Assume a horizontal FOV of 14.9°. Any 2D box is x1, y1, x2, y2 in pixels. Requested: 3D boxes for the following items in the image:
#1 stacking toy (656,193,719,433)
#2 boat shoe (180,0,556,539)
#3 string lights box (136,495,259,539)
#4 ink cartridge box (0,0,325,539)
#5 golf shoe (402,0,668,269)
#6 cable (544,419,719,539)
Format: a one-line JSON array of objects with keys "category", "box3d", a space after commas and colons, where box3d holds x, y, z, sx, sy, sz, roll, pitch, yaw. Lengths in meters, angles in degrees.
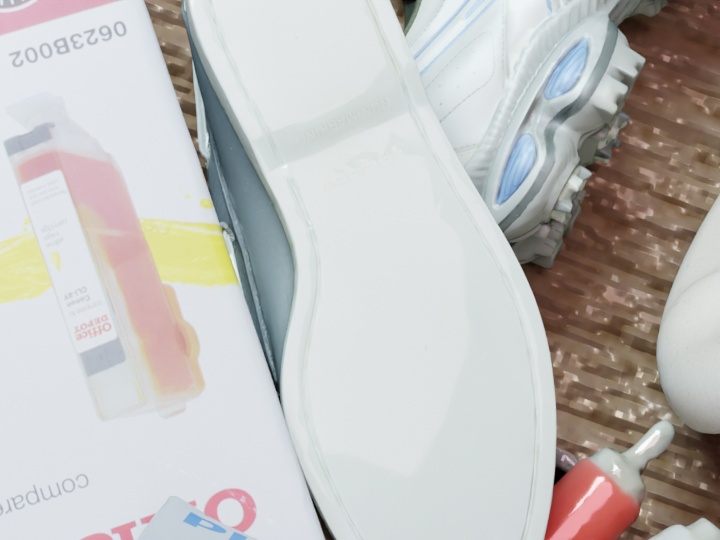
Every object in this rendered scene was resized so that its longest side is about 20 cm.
[{"category": "stacking toy", "box3d": [0.196, 0.028, 0.755, 0.200, 0.146, 0.146, 35, 71, -10]}, {"category": "boat shoe", "box3d": [0.000, 0.000, 0.745, 0.073, 0.062, 0.200, -18, 86, -11]}, {"category": "string lights box", "box3d": [-0.044, 0.168, 0.659, 0.103, 0.059, 0.200, 24, 100, 3]}, {"category": "ink cartridge box", "box3d": [-0.109, 0.006, 0.719, 0.145, 0.083, 0.200, -18, 86, -11]}, {"category": "golf shoe", "box3d": [0.055, -0.103, 0.801, 0.097, 0.078, 0.200, 27, 70, 10]}, {"category": "cable", "box3d": [0.023, 0.114, 0.734, 0.200, 0.050, 0.097, -35, 74, -16]}]
